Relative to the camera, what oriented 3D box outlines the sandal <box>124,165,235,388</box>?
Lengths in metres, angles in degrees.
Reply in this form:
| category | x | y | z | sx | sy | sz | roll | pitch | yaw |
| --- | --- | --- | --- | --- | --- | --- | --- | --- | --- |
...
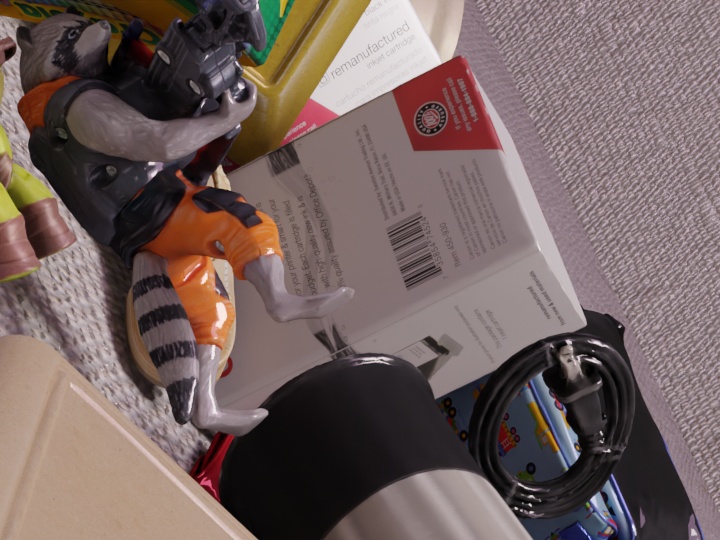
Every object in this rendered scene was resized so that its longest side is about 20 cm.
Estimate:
| category | x | y | z | sx | sy | sz | roll | pitch | yaw |
| --- | --- | --- | --- | --- | --- | --- | --- | --- | --- |
| sandal | -0.090 | -0.039 | 1.162 | 0.077 | 0.070 | 0.213 | 8 | 43 | -21 |

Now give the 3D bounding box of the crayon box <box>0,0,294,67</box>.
| category | x | y | z | sx | sy | sz | roll | pitch | yaw |
| --- | --- | --- | --- | --- | --- | --- | --- | --- | --- |
| crayon box | -0.136 | -0.161 | 1.039 | 0.119 | 0.199 | 0.059 | 46 | 64 | -52 |

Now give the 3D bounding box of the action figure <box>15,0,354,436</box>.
| category | x | y | z | sx | sy | sz | roll | pitch | yaw |
| --- | --- | --- | --- | --- | --- | --- | --- | --- | --- |
| action figure | -0.087 | -0.041 | 0.987 | 0.194 | 0.104 | 0.200 | 53 | -25 | 15 |

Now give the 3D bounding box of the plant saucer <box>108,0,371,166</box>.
| category | x | y | z | sx | sy | sz | roll | pitch | yaw |
| --- | --- | --- | --- | --- | --- | --- | --- | --- | --- |
| plant saucer | -0.071 | -0.189 | 1.241 | 0.199 | 0.201 | 0.048 | 36 | -12 | -22 |

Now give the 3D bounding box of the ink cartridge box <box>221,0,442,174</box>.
| category | x | y | z | sx | sy | sz | roll | pitch | yaw |
| --- | --- | --- | --- | --- | --- | --- | --- | --- | --- |
| ink cartridge box | -0.068 | -0.167 | 1.317 | 0.201 | 0.145 | 0.083 | 60 | -17 | -14 |

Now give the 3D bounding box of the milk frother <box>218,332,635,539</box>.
| category | x | y | z | sx | sy | sz | roll | pitch | yaw |
| --- | --- | --- | --- | --- | --- | --- | --- | --- | --- |
| milk frother | 0.070 | 0.130 | 1.053 | 0.188 | 0.199 | 0.181 | 53 | 0 | 40 |

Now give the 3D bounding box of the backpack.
| category | x | y | z | sx | sy | sz | roll | pitch | yaw |
| --- | --- | --- | --- | --- | --- | --- | --- | --- | --- |
| backpack | 0.071 | 0.132 | 1.282 | 0.134 | 0.199 | 0.184 | 10 | 52 | -50 |

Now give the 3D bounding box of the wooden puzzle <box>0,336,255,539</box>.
| category | x | y | z | sx | sy | sz | roll | pitch | yaw |
| --- | --- | --- | --- | --- | --- | --- | --- | --- | --- |
| wooden puzzle | -0.081 | 0.126 | 0.858 | 0.200 | 0.037 | 0.185 | 40 | 17 | -14 |

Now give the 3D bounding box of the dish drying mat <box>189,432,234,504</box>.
| category | x | y | z | sx | sy | sz | roll | pitch | yaw |
| --- | --- | --- | --- | --- | --- | --- | --- | --- | --- |
| dish drying mat | -0.028 | 0.177 | 1.139 | 0.201 | 0.018 | 0.077 | 61 | 12 | -10 |

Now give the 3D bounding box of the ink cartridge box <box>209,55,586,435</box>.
| category | x | y | z | sx | sy | sz | roll | pitch | yaw |
| --- | --- | --- | --- | --- | --- | --- | --- | --- | --- |
| ink cartridge box | 0.000 | 0.000 | 1.215 | 0.083 | 0.199 | 0.148 | 53 | 15 | -49 |

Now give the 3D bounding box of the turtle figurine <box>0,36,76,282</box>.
| category | x | y | z | sx | sy | sz | roll | pitch | yaw |
| --- | --- | --- | --- | --- | --- | --- | --- | --- | --- |
| turtle figurine | -0.172 | -0.077 | 0.962 | 0.200 | 0.064 | 0.162 | -124 | -169 | -82 |

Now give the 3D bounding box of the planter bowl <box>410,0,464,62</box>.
| category | x | y | z | sx | sy | sz | roll | pitch | yaw |
| --- | --- | --- | --- | --- | --- | --- | --- | --- | --- |
| planter bowl | -0.044 | -0.156 | 1.470 | 0.134 | 0.201 | 0.201 | 23 | 30 | -26 |
